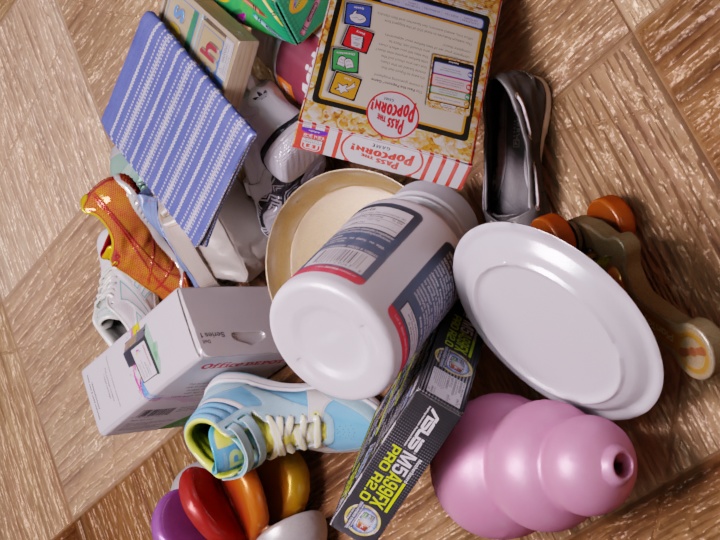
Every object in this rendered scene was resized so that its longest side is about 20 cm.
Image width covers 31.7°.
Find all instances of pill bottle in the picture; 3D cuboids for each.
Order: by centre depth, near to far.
[{"bbox_3d":[0.022,0.008,1.088,0.119,0.200,0.120,18,129,23],"label":"pill bottle"},{"bbox_3d":[-0.013,-0.194,1.219,0.200,0.114,0.114,43,119,35],"label":"pill bottle"}]

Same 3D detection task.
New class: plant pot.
[{"bbox_3d":[0.000,0.000,1.234,0.200,0.027,0.201,5,100,26],"label":"plant pot"}]

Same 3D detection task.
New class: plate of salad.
[{"bbox_3d":[0.159,0.037,1.012,0.200,0.048,0.200,33,150,23],"label":"plate of salad"}]

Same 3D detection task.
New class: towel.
[{"bbox_3d":[-0.177,-0.137,1.221,0.200,0.024,0.145,50,128,28],"label":"towel"}]

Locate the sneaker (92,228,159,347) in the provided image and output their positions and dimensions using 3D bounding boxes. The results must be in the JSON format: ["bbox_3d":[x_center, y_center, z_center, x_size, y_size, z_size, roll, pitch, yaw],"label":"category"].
[{"bbox_3d":[-0.281,0.032,1.509,0.070,0.080,0.201,-43,60,38],"label":"sneaker"}]

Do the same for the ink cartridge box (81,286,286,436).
[{"bbox_3d":[-0.182,0.097,1.365,0.200,0.145,0.084,-37,66,38],"label":"ink cartridge box"}]

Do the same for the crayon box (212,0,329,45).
[{"bbox_3d":[-0.042,-0.312,1.207,0.119,0.058,0.200,28,69,41],"label":"crayon box"}]

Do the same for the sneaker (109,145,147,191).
[{"bbox_3d":[-0.223,-0.105,1.452,0.200,0.074,0.118,-21,69,52],"label":"sneaker"}]

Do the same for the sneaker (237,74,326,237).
[{"bbox_3d":[-0.094,-0.119,1.277,0.115,0.075,0.200,49,157,17],"label":"sneaker"}]

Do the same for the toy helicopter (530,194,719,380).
[{"bbox_3d":[0.217,0.034,1.019,0.200,0.079,0.133,41,141,49],"label":"toy helicopter"}]

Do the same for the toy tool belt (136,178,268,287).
[{"bbox_3d":[-0.184,-0.065,1.367,0.123,0.125,0.200,-27,97,43],"label":"toy tool belt"}]

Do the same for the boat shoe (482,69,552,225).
[{"bbox_3d":[0.131,-0.077,1.119,0.067,0.057,0.200,0,90,44],"label":"boat shoe"}]

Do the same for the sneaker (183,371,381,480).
[{"bbox_3d":[-0.078,0.164,1.238,0.200,0.131,0.080,4,113,17],"label":"sneaker"}]

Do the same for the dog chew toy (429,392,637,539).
[{"bbox_3d":[0.147,0.161,1.044,0.200,0.124,0.125,-13,81,57],"label":"dog chew toy"}]

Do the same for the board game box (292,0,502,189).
[{"bbox_3d":[0.036,-0.182,1.098,0.046,0.151,0.200,112,172,-64],"label":"board game box"}]

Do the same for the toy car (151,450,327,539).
[{"bbox_3d":[-0.145,0.259,1.327,0.200,0.150,0.175,-51,58,32],"label":"toy car"}]

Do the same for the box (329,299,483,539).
[{"bbox_3d":[0.048,0.125,1.116,0.044,0.200,0.160,30,116,-1],"label":"box"}]

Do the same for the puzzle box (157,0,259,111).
[{"bbox_3d":[-0.170,-0.167,1.239,0.133,0.025,0.200,44,127,35],"label":"puzzle box"}]

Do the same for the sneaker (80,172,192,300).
[{"bbox_3d":[-0.245,-0.018,1.424,0.077,0.200,0.073,-30,25,0],"label":"sneaker"}]
